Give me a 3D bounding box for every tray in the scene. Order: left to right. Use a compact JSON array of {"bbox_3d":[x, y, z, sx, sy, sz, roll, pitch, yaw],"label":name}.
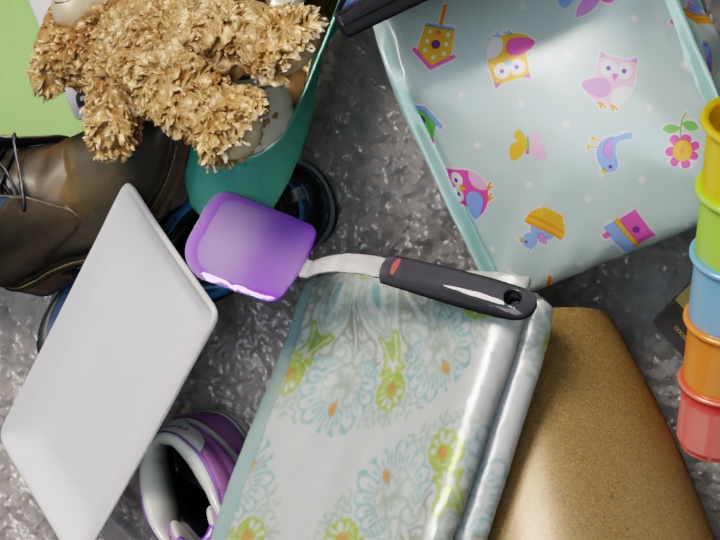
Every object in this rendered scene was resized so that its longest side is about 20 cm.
[{"bbox_3d":[-0.136,0.059,1.498,0.107,0.022,0.200,53,129,32],"label":"tray"}]

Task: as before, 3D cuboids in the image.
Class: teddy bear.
[{"bbox_3d":[-0.103,-0.118,1.415,0.145,0.067,0.200,-50,44,7],"label":"teddy bear"}]

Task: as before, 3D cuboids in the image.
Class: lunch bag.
[{"bbox_3d":[0.110,-0.104,1.462,0.170,0.122,0.201,-23,92,15],"label":"lunch bag"}]

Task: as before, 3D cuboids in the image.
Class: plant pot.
[{"bbox_3d":[0.102,0.128,1.456,0.186,0.186,0.201,-12,75,15],"label":"plant pot"}]

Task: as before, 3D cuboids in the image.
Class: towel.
[{"bbox_3d":[0.008,0.090,1.426,0.171,0.048,0.201,4,72,50],"label":"towel"}]

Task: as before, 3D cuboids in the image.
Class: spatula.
[{"bbox_3d":[0.000,0.000,1.401,0.199,0.021,0.057,12,56,28],"label":"spatula"}]

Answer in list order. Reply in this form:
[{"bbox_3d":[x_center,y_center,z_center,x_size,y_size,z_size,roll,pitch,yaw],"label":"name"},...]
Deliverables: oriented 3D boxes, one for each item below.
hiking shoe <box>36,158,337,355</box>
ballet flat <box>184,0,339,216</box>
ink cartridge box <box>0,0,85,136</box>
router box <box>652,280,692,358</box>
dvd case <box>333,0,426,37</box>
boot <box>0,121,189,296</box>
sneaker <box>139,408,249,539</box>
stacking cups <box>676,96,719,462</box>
[{"bbox_3d":[-0.110,-0.003,1.539,0.200,0.087,0.075,-35,83,13],"label":"hiking shoe"},{"bbox_3d":[-0.051,-0.118,1.462,0.067,0.070,0.201,19,82,13],"label":"ballet flat"},{"bbox_3d":[-0.176,-0.150,1.557,0.200,0.076,0.148,-23,86,13],"label":"ink cartridge box"},{"bbox_3d":[0.273,0.048,1.423,0.200,0.052,0.157,48,132,9],"label":"router box"},{"bbox_3d":[0.063,-0.189,1.421,0.142,0.200,0.018,-25,109,18],"label":"dvd case"},{"bbox_3d":[-0.178,-0.044,1.506,0.200,0.097,0.075,-39,53,43],"label":"boot"},{"bbox_3d":[-0.066,0.176,1.522,0.073,0.114,0.201,-33,85,12],"label":"sneaker"},{"bbox_3d":[0.196,0.010,1.391,0.060,0.061,0.201,10,122,14],"label":"stacking cups"}]
